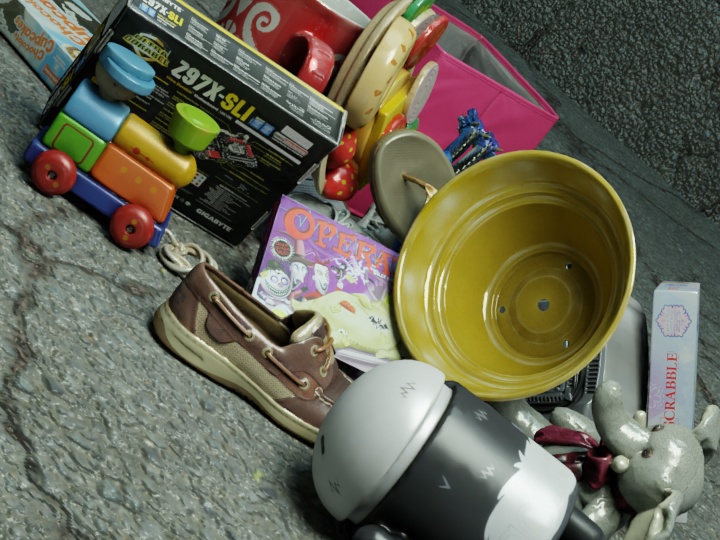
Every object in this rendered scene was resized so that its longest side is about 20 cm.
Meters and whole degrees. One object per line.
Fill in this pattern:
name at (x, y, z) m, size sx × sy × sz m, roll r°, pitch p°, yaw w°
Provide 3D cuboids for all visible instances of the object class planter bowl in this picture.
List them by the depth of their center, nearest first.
planter bowl at (0.131, 0.015, 1.176) m, size 0.201 × 0.200 × 0.083 m, roll 50°, pitch 8°, yaw 35°

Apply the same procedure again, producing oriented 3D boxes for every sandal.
sandal at (0.070, -0.028, 1.288) m, size 0.054 × 0.080 × 0.202 m, roll 7°, pitch -61°, yaw 60°

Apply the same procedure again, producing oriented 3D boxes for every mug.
mug at (-0.095, -0.162, 1.310) m, size 0.133 × 0.201 × 0.178 m, roll 37°, pitch 15°, yaw 2°

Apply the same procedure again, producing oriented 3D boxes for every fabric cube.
fabric cube at (0.057, -0.170, 1.647) m, size 0.199 × 0.200 × 0.197 m, roll 22°, pitch 22°, yaw -40°

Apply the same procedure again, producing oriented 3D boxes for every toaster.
toaster at (0.186, 0.079, 1.327) m, size 0.129 × 0.113 × 0.203 m, roll 25°, pitch 65°, yaw -53°

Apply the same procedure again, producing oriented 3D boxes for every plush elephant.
plush elephant at (0.189, 0.153, 1.144) m, size 0.200 × 0.155 × 0.165 m, roll 43°, pitch 35°, yaw -5°

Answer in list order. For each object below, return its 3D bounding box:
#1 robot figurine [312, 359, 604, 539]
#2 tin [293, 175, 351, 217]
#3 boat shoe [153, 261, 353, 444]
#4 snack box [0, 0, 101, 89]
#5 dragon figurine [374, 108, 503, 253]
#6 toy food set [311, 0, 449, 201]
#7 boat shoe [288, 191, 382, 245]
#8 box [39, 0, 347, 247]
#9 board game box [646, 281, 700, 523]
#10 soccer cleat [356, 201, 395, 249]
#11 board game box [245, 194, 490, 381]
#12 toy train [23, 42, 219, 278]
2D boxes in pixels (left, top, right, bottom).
robot figurine at (0.061, 0.149, 0.990) m, size 0.199 × 0.125 × 0.150 m, roll 38°, pitch 0°, yaw -2°
tin at (-0.089, -0.097, 1.448) m, size 0.200 × 0.042 × 0.112 m, roll 46°, pitch 23°, yaw 22°
boat shoe at (-0.048, 0.061, 1.072) m, size 0.199 × 0.072 × 0.072 m, roll 34°, pitch 18°, yaw -14°
snack box at (-0.280, -0.222, 1.375) m, size 0.200 × 0.037 × 0.116 m, roll 47°, pitch 20°, yaw 24°
dragon figurine at (0.071, -0.069, 1.368) m, size 0.059 × 0.099 × 0.201 m, roll 44°, pitch 38°, yaw -19°
toy food set at (0.018, -0.150, 1.308) m, size 0.048 × 0.201 × 0.198 m, roll 27°, pitch 37°, yaw 11°
boat shoe at (-0.001, 0.001, 1.288) m, size 0.074 × 0.065 × 0.202 m, roll -31°, pitch 70°, yaw -27°
box at (-0.135, -0.122, 1.207) m, size 0.199 × 0.160 × 0.050 m, roll 31°, pitch 42°, yaw -19°
board game box at (0.288, 0.114, 1.386) m, size 0.041 × 0.202 × 0.200 m, roll 3°, pitch 2°, yaw 13°
soccer cleat at (0.025, -0.040, 1.432) m, size 0.068 × 0.086 × 0.200 m, roll 26°, pitch 15°, yaw 7°
board game box at (0.006, 0.034, 1.191) m, size 0.198 × 0.032 × 0.121 m, roll 26°, pitch 49°, yaw -16°
toy train at (-0.144, -0.074, 1.145) m, size 0.199 × 0.116 × 0.085 m, roll 35°, pitch 18°, yaw -10°
